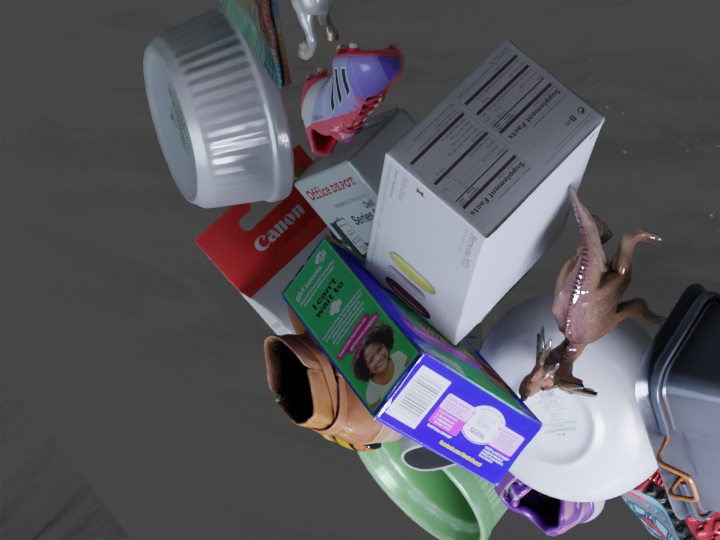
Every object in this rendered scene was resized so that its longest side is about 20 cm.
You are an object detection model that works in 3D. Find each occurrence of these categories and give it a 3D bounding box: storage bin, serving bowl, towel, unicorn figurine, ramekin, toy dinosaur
[{"bbox_3d":[0.321,0.130,1.582,0.133,0.146,0.201,13,142,37],"label":"storage bin"},{"bbox_3d":[0.186,0.126,1.763,0.198,0.066,0.202,10,113,25],"label":"serving bowl"},{"bbox_3d":[-0.121,-0.275,1.750,0.201,0.022,0.147,56,166,34],"label":"towel"},{"bbox_3d":[-0.044,-0.253,1.659,0.200,0.074,0.138,38,155,23],"label":"unicorn figurine"},{"bbox_3d":[-0.143,-0.154,1.884,0.202,0.093,0.204,163,90,-75],"label":"ramekin"},{"bbox_3d":[0.093,0.205,2.151,0.200,0.098,0.201,38,156,20],"label":"ramekin"},{"bbox_3d":[0.188,0.032,1.635,0.086,0.135,0.201,32,150,33],"label":"toy dinosaur"}]

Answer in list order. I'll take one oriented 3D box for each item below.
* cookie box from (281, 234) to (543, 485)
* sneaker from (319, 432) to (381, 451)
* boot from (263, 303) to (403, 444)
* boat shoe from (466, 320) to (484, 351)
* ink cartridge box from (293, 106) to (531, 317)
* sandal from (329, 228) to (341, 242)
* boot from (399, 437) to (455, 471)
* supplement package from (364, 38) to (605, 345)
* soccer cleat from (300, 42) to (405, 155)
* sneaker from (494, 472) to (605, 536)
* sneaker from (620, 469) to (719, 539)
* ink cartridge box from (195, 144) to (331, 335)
[{"bbox_3d":[0.043,0.077,1.692,0.171,0.075,0.200,32,-169,-40],"label":"cookie box"},{"bbox_3d":[0.009,0.094,2.058,0.090,0.069,0.202,19,105,51],"label":"sneaker"},{"bbox_3d":[-0.047,0.077,1.791,0.155,0.077,0.201,14,-136,-53],"label":"boot"},{"bbox_3d":[0.084,0.092,1.883,0.200,0.065,0.074,-46,-49,-78],"label":"boat shoe"},{"bbox_3d":[0.046,-0.044,1.834,0.200,0.083,0.146,50,158,-10],"label":"ink cartridge box"},{"bbox_3d":[0.000,0.000,1.918,0.043,0.076,0.202,-30,63,40],"label":"sandal"},{"bbox_3d":[0.135,0.117,1.969,0.198,0.145,0.073,-10,143,19],"label":"boot"},{"bbox_3d":[0.099,-0.061,1.615,0.111,0.156,0.200,39,156,15],"label":"supplement package"},{"bbox_3d":[-0.007,-0.155,1.741,0.200,0.066,0.077,164,105,-70],"label":"soccer cleat"},{"bbox_3d":[0.161,0.200,2.007,0.200,0.088,0.081,42,127,7],"label":"sneaker"},{"bbox_3d":[0.313,0.228,1.848,0.200,0.079,0.096,45,169,27],"label":"sneaker"},{"bbox_3d":[-0.043,-0.009,1.952,0.200,0.161,0.050,49,158,-6],"label":"ink cartridge box"}]
